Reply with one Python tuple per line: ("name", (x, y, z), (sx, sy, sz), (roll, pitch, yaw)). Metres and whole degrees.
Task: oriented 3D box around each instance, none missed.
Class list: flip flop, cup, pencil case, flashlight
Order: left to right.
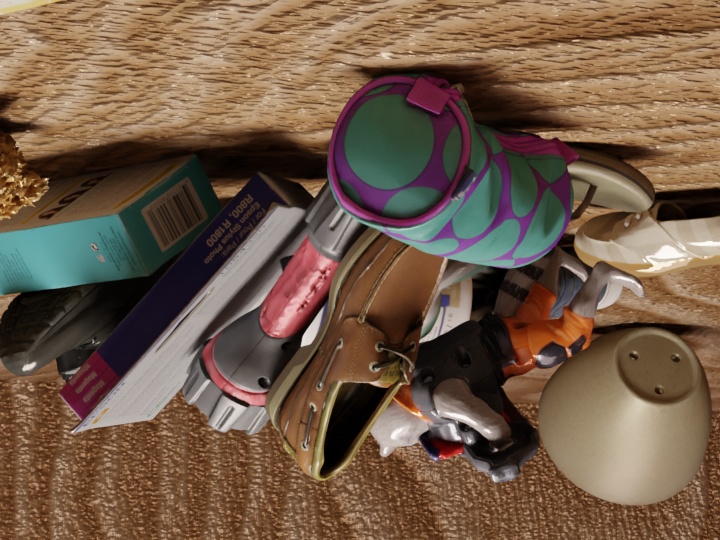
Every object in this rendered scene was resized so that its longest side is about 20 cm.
("flashlight", (-0.045, 0.019, 1.462), (0.068, 0.068, 0.200), (11, 130, -32))
("pencil case", (0.057, -0.054, 1.282), (0.085, 0.092, 0.200), (43, -170, 21))
("flip flop", (0.091, -0.049, 1.427), (0.199, 0.058, 0.081), (4, 172, -23))
("cup", (0.314, 0.143, 2.522), (0.199, 0.201, 0.143), (2, 148, -12))

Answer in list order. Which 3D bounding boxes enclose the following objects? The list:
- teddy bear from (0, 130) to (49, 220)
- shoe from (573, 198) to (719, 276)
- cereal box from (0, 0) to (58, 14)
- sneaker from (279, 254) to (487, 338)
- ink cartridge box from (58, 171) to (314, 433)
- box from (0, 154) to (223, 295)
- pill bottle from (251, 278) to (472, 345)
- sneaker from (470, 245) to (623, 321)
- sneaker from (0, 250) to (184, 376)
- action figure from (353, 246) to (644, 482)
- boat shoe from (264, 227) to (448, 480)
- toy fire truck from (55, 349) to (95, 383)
("teddy bear", (-0.262, -0.063, 1.319), (0.144, 0.067, 0.200), (3, 172, -1))
("shoe", (0.243, -0.032, 1.608), (0.199, 0.054, 0.070), (1, -153, 33))
("cereal box", (-0.236, -0.126, 0.919), (0.200, 0.040, 0.144), (-5, 171, 40))
("sneaker", (0.000, 0.000, 1.549), (0.140, 0.078, 0.200), (-7, 151, -34))
("ink cartridge box", (-0.111, 0.020, 1.476), (0.043, 0.196, 0.200), (43, -175, 9))
("box", (-0.188, -0.028, 1.515), (0.200, 0.049, 0.082), (-7, -155, 47))
("pill bottle", (-0.027, 0.016, 1.706), (0.199, 0.120, 0.120), (4, 172, -28))
("sneaker", (0.098, 0.023, 1.864), (0.146, 0.077, 0.202), (-8, 171, -42))
("sneaker", (-0.172, 0.025, 1.576), (0.076, 0.091, 0.200), (-6, -154, 44))
("action figure", (0.075, 0.048, 1.504), (0.193, 0.105, 0.200), (-39, -154, -8))
("boat shoe", (0.011, 0.048, 1.428), (0.072, 0.068, 0.200), (4, 129, -34))
("toy fire truck", (-0.186, 0.055, 2.106), (0.199, 0.129, 0.176), (-10, 173, -5))
